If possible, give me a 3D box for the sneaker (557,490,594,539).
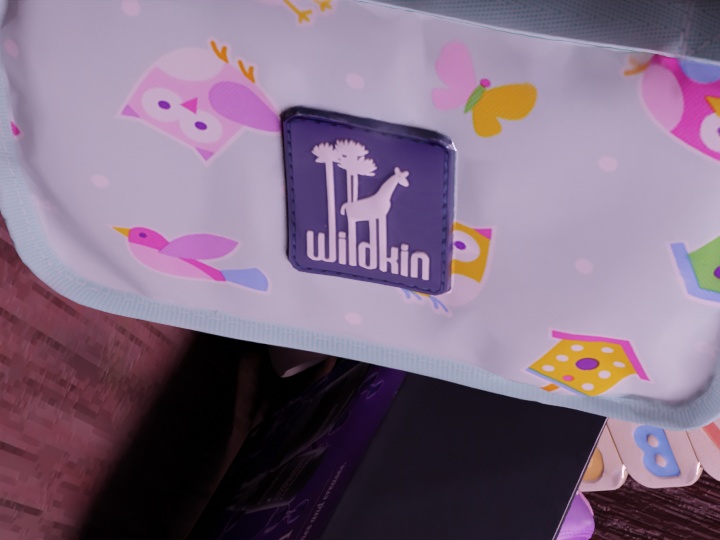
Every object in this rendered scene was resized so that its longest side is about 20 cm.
[{"bbox_3d":[0.018,0.157,0.874,0.199,0.089,0.081,-31,168,-18],"label":"sneaker"}]

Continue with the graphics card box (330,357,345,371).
[{"bbox_3d":[0.036,0.035,0.876,0.200,0.051,0.126,-47,-171,48],"label":"graphics card box"}]

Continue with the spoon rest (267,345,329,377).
[{"bbox_3d":[0.000,0.000,0.761,0.099,0.061,0.200,-37,167,2],"label":"spoon rest"}]

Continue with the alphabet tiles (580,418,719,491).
[{"bbox_3d":[0.092,0.006,0.913,0.015,0.199,0.197,-37,110,-42],"label":"alphabet tiles"}]

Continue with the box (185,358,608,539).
[{"bbox_3d":[-0.015,0.116,0.725,0.141,0.079,0.200,-42,-167,45],"label":"box"}]

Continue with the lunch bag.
[{"bbox_3d":[0.016,-0.037,0.487,0.200,0.169,0.123,39,64,-80],"label":"lunch bag"}]
